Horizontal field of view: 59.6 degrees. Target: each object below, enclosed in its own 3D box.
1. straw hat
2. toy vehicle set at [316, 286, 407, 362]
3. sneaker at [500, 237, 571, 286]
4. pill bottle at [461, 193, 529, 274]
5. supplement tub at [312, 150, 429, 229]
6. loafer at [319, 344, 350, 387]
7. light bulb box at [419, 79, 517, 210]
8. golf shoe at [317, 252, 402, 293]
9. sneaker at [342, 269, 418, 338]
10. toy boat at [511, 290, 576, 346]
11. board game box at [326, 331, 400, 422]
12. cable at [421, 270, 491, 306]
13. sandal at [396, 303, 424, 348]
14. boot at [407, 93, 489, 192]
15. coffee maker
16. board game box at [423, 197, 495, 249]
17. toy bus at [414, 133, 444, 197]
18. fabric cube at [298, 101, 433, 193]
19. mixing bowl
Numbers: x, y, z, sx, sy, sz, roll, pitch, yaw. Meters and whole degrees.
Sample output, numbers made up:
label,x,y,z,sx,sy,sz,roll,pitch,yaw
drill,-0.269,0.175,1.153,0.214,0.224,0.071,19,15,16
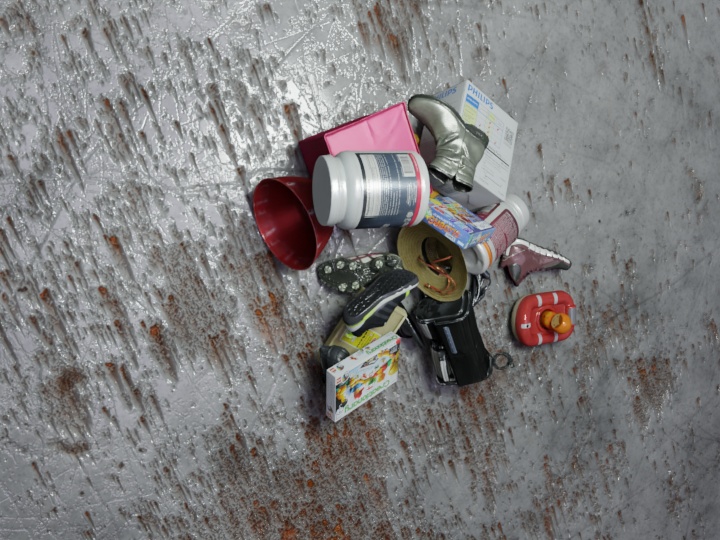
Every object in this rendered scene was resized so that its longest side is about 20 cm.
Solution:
label,x,y,z,sx,sy,sz,roll,pitch,yaw
straw hat,0.181,-0.040,1.412,0.085,0.198,0.205,-37,109,-37
toy vehicle set,0.003,0.149,1.433,0.122,0.027,0.202,28,106,-21
sneaker,0.441,-0.007,1.615,0.195,0.076,0.119,19,94,-12
pill bottle,0.313,-0.093,1.510,0.199,0.113,0.116,-39,109,-28
supplement tub,0.019,-0.151,1.171,0.194,0.140,0.145,-4,97,-21
loafer,-0.053,0.247,1.422,0.068,0.069,0.205,-49,143,-41
light bulb box,0.242,-0.278,1.426,0.195,0.123,0.206,26,69,-35
golf shoe,0.000,0.000,1.433,0.193,0.088,0.080,-4,105,2
sneaker,0.044,0.074,1.366,0.197,0.072,0.084,-31,131,-12
toy boat,0.487,0.128,1.609,0.194,0.130,0.135,-7,98,-21
board game box,0.007,0.232,1.387,0.197,0.034,0.130,-26,132,-36
cable,0.226,0.036,1.537,0.199,0.051,0.165,-39,108,-13
sandal,0.083,0.105,1.485,0.047,0.076,0.202,-34,101,12
boot,0.164,-0.255,1.263,0.197,0.068,0.133,30,69,-9
coffee maker,0.239,0.150,1.468,0.187,0.136,0.204,-21,121,1
board game box,0.204,-0.106,1.345,0.134,0.199,0.035,37,111,18
toy bus,0.130,-0.216,1.462,0.077,0.065,0.205,-26,105,-17
fabric cube,0.008,-0.222,1.341,0.196,0.199,0.201,-24,103,-17
mixing bowl,-0.124,-0.117,1.318,0.107,0.197,0.205,-33,107,-36
